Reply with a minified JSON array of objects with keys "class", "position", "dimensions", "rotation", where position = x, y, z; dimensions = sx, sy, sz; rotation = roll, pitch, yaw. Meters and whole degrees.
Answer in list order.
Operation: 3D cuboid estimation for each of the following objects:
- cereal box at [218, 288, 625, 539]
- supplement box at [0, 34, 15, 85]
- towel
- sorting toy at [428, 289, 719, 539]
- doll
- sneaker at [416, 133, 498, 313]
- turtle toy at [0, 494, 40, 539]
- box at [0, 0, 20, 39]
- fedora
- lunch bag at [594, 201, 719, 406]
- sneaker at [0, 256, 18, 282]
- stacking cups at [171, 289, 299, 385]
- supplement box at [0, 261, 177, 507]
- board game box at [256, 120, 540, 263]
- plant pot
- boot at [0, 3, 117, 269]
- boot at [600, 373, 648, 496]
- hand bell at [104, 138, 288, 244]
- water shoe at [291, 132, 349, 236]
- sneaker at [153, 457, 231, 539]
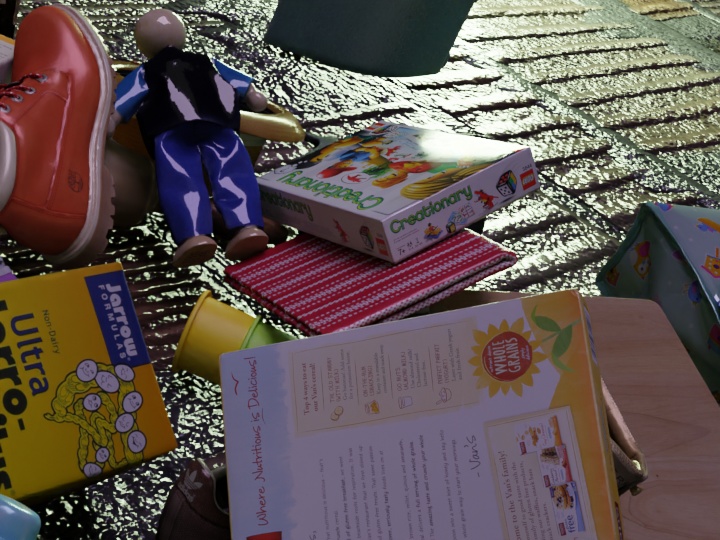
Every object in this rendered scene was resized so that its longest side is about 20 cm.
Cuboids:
[{"class":"cereal box","position":[0.027,0.098,0.694],"dimensions":[0.198,0.146,0.040],"rotation":[-11,-19,16]},{"class":"supplement box","position":[-0.319,-0.088,0.953],"dimensions":[0.073,0.127,0.200],"rotation":[23,28,8]},{"class":"towel","position":[0.000,0.000,0.919],"dimensions":[0.143,0.023,0.200],"rotation":[-25,21,-17]},{"class":"sorting toy","position":[0.148,0.113,0.882],"dimensions":[0.198,0.070,0.200],"rotation":[4,47,-34]},{"class":"doll","position":[-0.130,-0.105,0.998],"dimensions":[0.135,0.049,0.202],"rotation":[-8,70,-22]},{"class":"sneaker","position":[0.059,-0.045,1.121],"dimensions":[0.074,0.107,0.200],"rotation":[24,29,11]},{"class":"turtle toy","position":[-0.202,0.153,0.559],"dimensions":[0.198,0.146,0.102],"rotation":[-5,55,-36]},{"class":"box","position":[-0.367,-0.179,1.049],"dimensions":[0.198,0.161,0.049],"rotation":[-9,37,-39]},{"class":"fedora","position":[-0.147,-0.113,1.128],"dimensions":[0.198,0.083,0.201],"rotation":[15,14,-4]},{"class":"lunch bag","position":[0.311,0.046,1.099],"dimensions":[0.168,0.123,0.201],"rotation":[5,39,-28]},{"class":"sneaker","position":[-0.225,0.026,0.872],"dimensions":[0.138,0.078,0.201],"rotation":[9,39,-21]},{"class":"stacking cups","position":[-0.025,0.079,0.913],"dimensions":[0.198,0.061,0.061],"rotation":[23,28,-1]},{"class":"supplement box","position":[-0.214,0.076,0.699],"dimensions":[0.199,0.109,0.110],"rotation":[-13,81,-44]},{"class":"board game box","position":[0.019,-0.061,0.978],"dimensions":[0.125,0.035,0.199],"rotation":[-27,23,-23]},{"class":"plant pot","position":[0.029,-0.326,1.523],"dimensions":[0.198,0.198,0.196],"rotation":[24,27,-5]},{"class":"boot","position":[-0.225,-0.110,0.929],"dimensions":[0.107,0.075,0.202],"rotation":[25,48,-49]},{"class":"boot","position":[0.082,0.146,0.722],"dimensions":[0.073,0.155,0.201],"rotation":[41,29,-35]},{"class":"hand bell","position":[-0.142,-0.050,1.060],"dimensions":[0.198,0.105,0.104],"rotation":[17,25,-31]},{"class":"water shoe","position":[-0.037,-0.045,1.102],"dimensions":[0.078,0.072,0.201],"rotation":[13,33,5]},{"class":"sneaker","position":[-0.026,0.130,0.794],"dimensions":[0.198,0.076,0.070],"rotation":[-10,39,-41]}]
